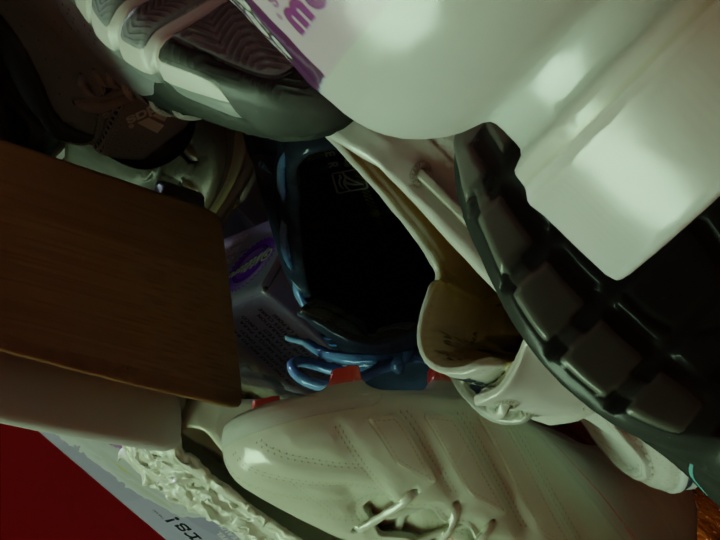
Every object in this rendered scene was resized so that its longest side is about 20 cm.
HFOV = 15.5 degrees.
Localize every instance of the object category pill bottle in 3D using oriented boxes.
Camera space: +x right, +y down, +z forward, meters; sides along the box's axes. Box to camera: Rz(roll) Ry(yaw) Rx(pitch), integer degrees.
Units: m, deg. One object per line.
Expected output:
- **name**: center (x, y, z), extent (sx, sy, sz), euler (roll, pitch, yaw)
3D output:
- **pill bottle**: center (0.007, -0.096, 0.496), extent (0.200, 0.112, 0.112), euler (45, 167, 2)

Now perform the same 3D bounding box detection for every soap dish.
- **soap dish**: center (-0.150, -0.014, 0.791), extent (0.200, 0.081, 0.157), euler (18, 180, 34)

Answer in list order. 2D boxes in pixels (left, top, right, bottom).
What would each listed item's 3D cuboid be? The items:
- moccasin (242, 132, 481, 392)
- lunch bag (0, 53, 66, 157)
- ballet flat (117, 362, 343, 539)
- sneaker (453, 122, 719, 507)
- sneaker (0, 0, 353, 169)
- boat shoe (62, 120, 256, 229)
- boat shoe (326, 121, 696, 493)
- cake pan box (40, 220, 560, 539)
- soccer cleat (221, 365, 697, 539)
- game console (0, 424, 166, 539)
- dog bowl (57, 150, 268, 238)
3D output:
- **moccasin**: center (0.000, 0.000, 0.839), extent (0.200, 0.080, 0.068), euler (59, -160, -48)
- **lunch bag**: center (-0.169, -0.138, 0.904), extent (0.164, 0.118, 0.200), euler (38, 160, 25)
- **ballet flat**: center (0.005, 0.086, 0.905), extent (0.200, 0.072, 0.072), euler (26, 166, 0)
- **sneaker**: center (0.097, 0.032, 0.685), extent (0.200, 0.075, 0.079), euler (45, 169, 3)
- **sneaker**: center (-0.052, -0.066, 0.759), extent (0.200, 0.075, 0.116), euler (40, 154, 40)
- **boat shoe**: center (-0.082, -0.015, 0.934), extent (0.072, 0.068, 0.200), euler (50, 134, 8)
- **boat shoe**: center (0.047, 0.010, 0.779), extent (0.071, 0.070, 0.200), euler (32, 161, 46)
- **cake pan box**: center (-0.014, 0.073, 1.015), extent (0.200, 0.052, 0.184), euler (44, 145, -23)
- **soccer cleat**: center (0.040, 0.080, 0.836), extent (0.200, 0.078, 0.069), euler (16, 153, -42)
- **game console**: center (-0.118, 0.067, 1.175), extent (0.200, 0.119, 0.172), euler (37, -162, 7)
- **dog bowl**: center (-0.097, -0.051, 1.068), extent (0.200, 0.059, 0.200), euler (42, 166, 13)
